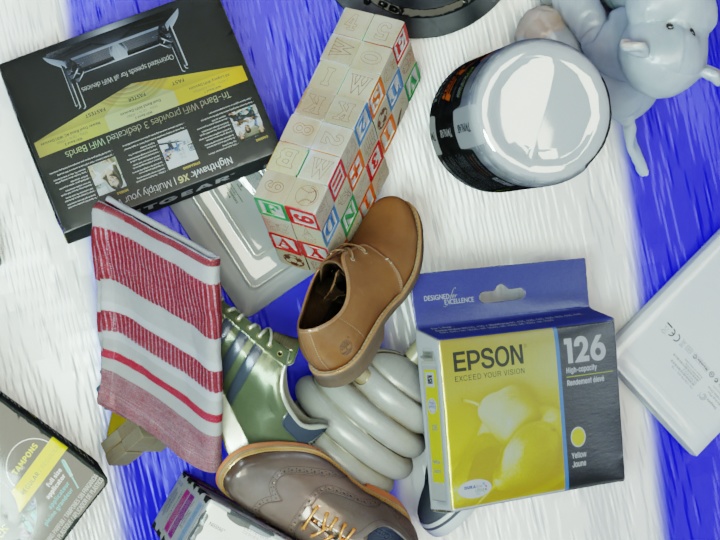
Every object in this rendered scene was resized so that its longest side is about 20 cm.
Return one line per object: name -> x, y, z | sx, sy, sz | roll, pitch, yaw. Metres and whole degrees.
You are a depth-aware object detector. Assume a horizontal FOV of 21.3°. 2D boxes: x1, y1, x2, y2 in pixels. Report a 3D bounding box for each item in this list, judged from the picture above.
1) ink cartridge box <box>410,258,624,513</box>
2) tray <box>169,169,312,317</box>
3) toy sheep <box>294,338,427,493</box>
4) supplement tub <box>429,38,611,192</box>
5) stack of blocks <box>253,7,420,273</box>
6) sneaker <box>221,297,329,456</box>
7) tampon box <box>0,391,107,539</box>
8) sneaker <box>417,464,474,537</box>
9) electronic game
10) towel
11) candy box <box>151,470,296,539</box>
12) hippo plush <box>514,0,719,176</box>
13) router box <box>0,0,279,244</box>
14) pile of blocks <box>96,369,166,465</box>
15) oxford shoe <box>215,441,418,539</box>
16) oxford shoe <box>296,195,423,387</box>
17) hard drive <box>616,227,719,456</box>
ink cartridge box -> 0.139, 0.095, 1.649 | 0.197, 0.047, 0.201 | -6, 93, -33
tray -> -0.111, -0.069, 1.679 | 0.107, 0.022, 0.200 | -34, 97, -11
toy sheep -> -0.004, 0.129, 1.647 | 0.138, 0.138, 0.200 | 40, 99, -9
supplement tub -> 0.129, -0.129, 1.637 | 0.122, 0.200, 0.123 | 0, 90, -12
stack of blocks -> -0.015, -0.109, 1.641 | 0.058, 0.115, 0.200 | 16, 66, 19
sneaker -> -0.092, 0.066, 1.571 | 0.090, 0.067, 0.201 | -22, 95, 6
tampon box -> -0.334, 0.167, 1.580 | 0.200, 0.126, 0.150 | 37, 83, -9
sneaker -> 0.094, 0.135, 1.692 | 0.079, 0.078, 0.200 | 39, 72, -21
electronic game -> 0.052, -0.307, 1.700 | 0.199, 0.042, 0.201 | -1, 98, -9
towel -> -0.164, 0.053, 1.540 | 0.023, 0.144, 0.200 | -27, 131, -40
candy box -> -0.095, 0.235, 1.592 | 0.136, 0.200, 0.061 | 30, 84, -10
hippo plush -> 0.229, -0.202, 1.677 | 0.159, 0.161, 0.200 | 15, 87, -12
router box -> -0.186, -0.133, 1.628 | 0.200, 0.052, 0.158 | -21, 82, -8
pile of blocks -> -0.178, 0.070, 1.655 | 0.062, 0.082, 0.200 | 9, 100, -54
oxford shoe -> -0.027, 0.196, 1.554 | 0.200, 0.073, 0.071 | 24, 106, -32
oxford shoe -> 0.000, 0.000, 1.586 | 0.071, 0.071, 0.200 | 60, 37, -35
hard drive -> 0.333, 0.054, 1.769 | 0.200, 0.027, 0.132 | -44, 98, -8
